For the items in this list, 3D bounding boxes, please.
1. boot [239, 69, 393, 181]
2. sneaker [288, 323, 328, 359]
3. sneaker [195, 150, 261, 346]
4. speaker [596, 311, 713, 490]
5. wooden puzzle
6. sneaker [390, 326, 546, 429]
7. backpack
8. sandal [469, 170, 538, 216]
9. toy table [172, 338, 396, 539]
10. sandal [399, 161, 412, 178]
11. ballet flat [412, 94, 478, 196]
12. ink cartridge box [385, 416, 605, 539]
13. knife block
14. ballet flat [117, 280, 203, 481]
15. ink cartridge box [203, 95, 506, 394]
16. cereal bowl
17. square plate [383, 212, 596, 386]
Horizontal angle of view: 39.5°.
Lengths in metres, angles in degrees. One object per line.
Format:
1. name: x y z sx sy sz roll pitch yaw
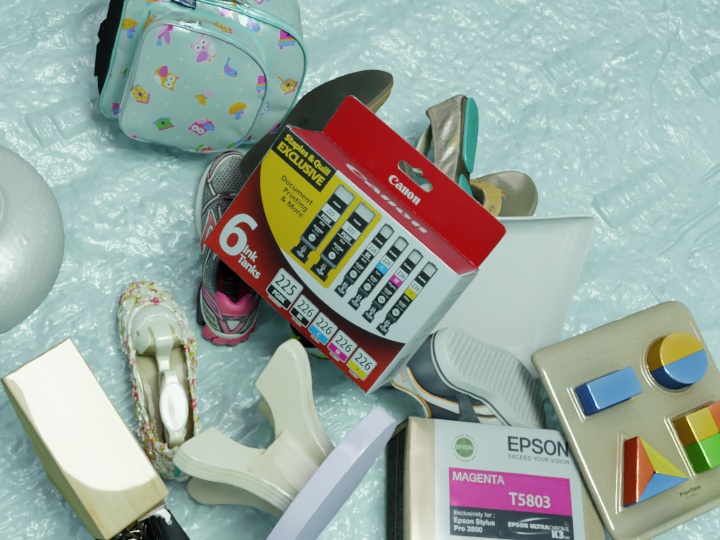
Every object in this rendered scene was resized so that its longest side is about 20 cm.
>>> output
1. boot: -0.037 -0.131 1.023 0.073 0.076 0.200 25 59 41
2. sneaker: 0.000 0.000 0.965 0.071 0.083 0.201 30 88 30
3. sneaker: -0.120 -0.031 0.991 0.080 0.075 0.202 2 65 -15
4. speaker: 0.300 0.146 1.031 0.080 0.081 0.202 -12 70 -21
5. wooden puzzle: 0.283 0.136 0.961 0.184 0.046 0.201 -18 71 -19
6. sneaker: 0.105 0.113 0.978 0.200 0.079 0.079 34 42 -42
7. backpack: -0.151 -0.211 1.002 0.198 0.177 0.154 4 44 -27
8. sandal: 0.110 -0.068 1.087 0.198 0.054 0.081 -11 68 -20
9. toy table: -0.068 0.166 0.861 0.117 0.184 0.201 40 104 13
10. sandal: -0.016 -0.062 1.036 0.081 0.055 0.200 31 62 29
11. ballet flat: 0.087 -0.093 1.048 0.067 0.068 0.202 -6 56 21
12. ink cartridge box: 0.126 0.232 0.943 0.198 0.075 0.166 7 65 -13
13. knife block: -0.201 0.175 0.820 0.064 0.201 0.175 -34 49 -27
14. ballet flat: -0.178 0.091 0.924 0.075 0.064 0.202 -10 68 -21
15. ink cartridge box: -0.004 -0.030 0.873 0.200 0.084 0.176 41 105 12
16. cereal bowl: -0.371 -0.040 0.917 0.198 0.083 0.202 7 65 -14
17. square plate: 0.116 0.026 0.987 0.198 0.200 0.029 -1 32 -17
